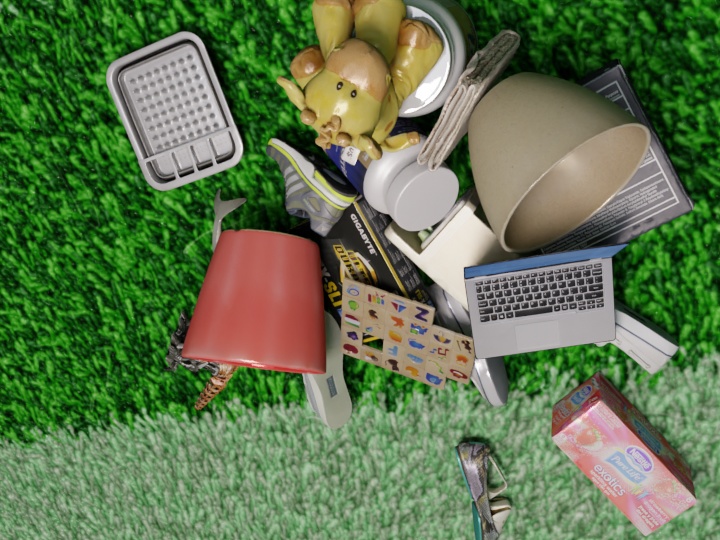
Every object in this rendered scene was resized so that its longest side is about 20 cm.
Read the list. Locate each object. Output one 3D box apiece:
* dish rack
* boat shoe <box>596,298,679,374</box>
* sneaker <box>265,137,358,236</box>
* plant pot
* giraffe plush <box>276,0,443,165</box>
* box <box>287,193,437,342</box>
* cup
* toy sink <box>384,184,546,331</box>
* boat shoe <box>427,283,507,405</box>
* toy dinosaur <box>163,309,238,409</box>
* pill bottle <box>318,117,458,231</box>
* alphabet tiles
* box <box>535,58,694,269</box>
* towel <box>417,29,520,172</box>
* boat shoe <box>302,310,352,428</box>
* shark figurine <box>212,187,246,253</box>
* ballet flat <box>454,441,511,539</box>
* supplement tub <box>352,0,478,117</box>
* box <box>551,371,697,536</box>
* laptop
[{"bbox_3d":[-0.266,-0.233,1.244,0.170,0.044,0.202,-16,103,20],"label":"dish rack"},{"bbox_3d":[0.341,0.075,1.170,0.199,0.074,0.066,34,109,3],"label":"boat shoe"},{"bbox_3d":[-0.083,-0.120,1.168,0.074,0.200,0.081,18,109,-40],"label":"sneaker"},{"bbox_3d":[-0.136,0.044,1.168,0.198,0.200,0.179,4,82,13],"label":"plant pot"},{"bbox_3d":[-0.011,-0.196,0.905,0.171,0.162,0.202,9,110,11],"label":"giraffe plush"},{"bbox_3d":[0.000,0.000,1.215,0.159,0.049,0.201,-18,104,48],"label":"box"},{"bbox_3d":[0.203,-0.139,0.959,0.200,0.200,0.144,-45,62,23],"label":"cup"},{"bbox_3d":[0.151,-0.040,1.152,0.200,0.130,0.112,42,113,0],"label":"toy sink"},{"bbox_3d":[0.153,0.106,1.231,0.065,0.073,0.202,-21,92,29],"label":"boat shoe"},{"bbox_3d":[-0.233,0.131,1.335,0.135,0.102,0.202,16,90,-9],"label":"toy dinosaur"},{"bbox_3d":[0.036,-0.146,1.103,0.200,0.115,0.116,51,121,40],"label":"pill bottle"},{"bbox_3d":[0.065,0.096,1.186,0.198,0.008,0.168,19,140,13],"label":"alphabet tiles"},{"bbox_3d":[0.287,-0.133,1.087,0.199,0.123,0.199,-27,99,22],"label":"box"},{"bbox_3d":[0.132,-0.209,1.025,0.034,0.200,0.133,33,127,5],"label":"towel"},{"bbox_3d":[-0.066,0.147,1.297,0.071,0.070,0.203,21,128,49],"label":"boat shoe"},{"bbox_3d":[-0.185,-0.008,1.283,0.128,0.089,0.215,-39,105,-11],"label":"shark figurine"},{"bbox_3d":[0.197,0.353,1.306,0.071,0.072,0.202,-9,107,17],"label":"ballet flat"},{"bbox_3d":[0.067,-0.271,1.058,0.143,0.200,0.146,5,110,13],"label":"supplement tub"},{"bbox_3d":[0.373,0.259,1.207,0.200,0.103,0.095,46,113,-2],"label":"box"},{"bbox_3d":[0.224,0.042,1.027,0.185,0.116,0.202,-8,118,7],"label":"laptop"}]
